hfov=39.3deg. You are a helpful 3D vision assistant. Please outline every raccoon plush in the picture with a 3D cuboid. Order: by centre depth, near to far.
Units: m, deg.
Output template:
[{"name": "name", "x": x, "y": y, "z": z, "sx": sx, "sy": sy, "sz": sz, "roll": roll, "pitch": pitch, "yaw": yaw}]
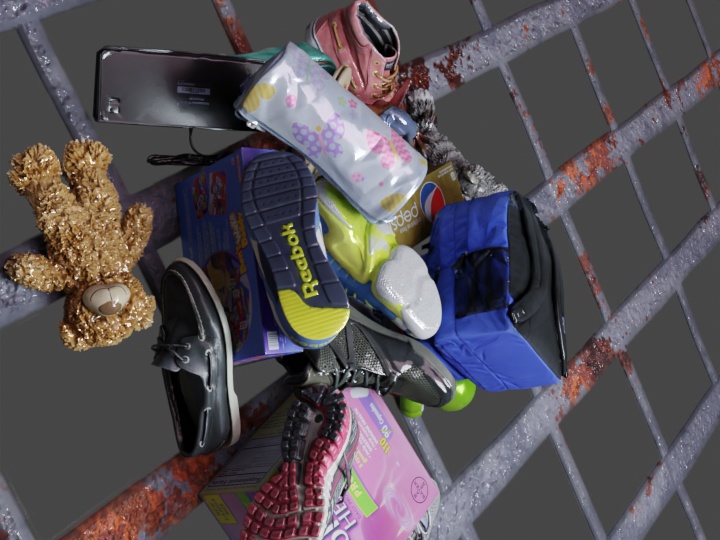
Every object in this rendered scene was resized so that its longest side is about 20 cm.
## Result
[{"name": "raccoon plush", "x": 0.112, "y": -0.157, "z": 1.297, "sx": 0.097, "sy": 0.134, "sz": 0.200, "roll": -2, "pitch": 81, "yaw": -45}]

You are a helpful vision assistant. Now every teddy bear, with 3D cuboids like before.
[{"name": "teddy bear", "x": -0.255, "y": -0.028, "z": 0.937, "sx": 0.145, "sy": 0.067, "sz": 0.200, "roll": 7, "pitch": 73, "yaw": -42}]

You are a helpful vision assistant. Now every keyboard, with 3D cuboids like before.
[{"name": "keyboard", "x": -0.177, "y": -0.162, "z": 1.049, "sx": 0.200, "sy": 0.021, "sz": 0.127, "roll": 0, "pitch": 101, "yaw": -29}]

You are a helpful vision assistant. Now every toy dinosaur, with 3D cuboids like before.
[{"name": "toy dinosaur", "x": 0.004, "y": -0.160, "z": 1.138, "sx": 0.181, "sy": 0.105, "sz": 0.200, "roll": 36, "pitch": 33, "yaw": -54}]

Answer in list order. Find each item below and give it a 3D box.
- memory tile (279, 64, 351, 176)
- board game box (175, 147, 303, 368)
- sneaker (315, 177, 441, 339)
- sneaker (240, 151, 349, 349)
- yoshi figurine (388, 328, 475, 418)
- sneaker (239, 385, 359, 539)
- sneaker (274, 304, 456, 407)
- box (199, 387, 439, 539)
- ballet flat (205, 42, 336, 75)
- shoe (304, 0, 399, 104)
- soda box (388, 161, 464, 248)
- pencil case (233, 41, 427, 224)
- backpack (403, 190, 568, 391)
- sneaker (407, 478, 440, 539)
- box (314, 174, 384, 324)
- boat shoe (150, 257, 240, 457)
[{"name": "memory tile", "x": -0.062, "y": -0.124, "z": 1.115, "sx": 0.017, "sy": 0.153, "sz": 0.200, "roll": 26, "pitch": 53, "yaw": 6}, {"name": "board game box", "x": -0.125, "y": -0.007, "z": 1.012, "sx": 0.045, "sy": 0.134, "sz": 0.200, "roll": -1, "pitch": 80, "yaw": -39}, {"name": "sneaker", "x": 0.000, "y": 0.000, "z": 1.068, "sx": 0.076, "sy": 0.105, "sz": 0.200, "roll": -27, "pitch": 81, "yaw": -47}, {"name": "sneaker", "x": -0.066, "y": -0.016, "z": 0.934, "sx": 0.074, "sy": 0.082, "sz": 0.200, "roll": -11, "pitch": 67, "yaw": -9}, {"name": "yoshi figurine", "x": 0.107, "y": 0.092, "z": 1.245, "sx": 0.112, "sy": 0.112, "sz": 0.200, "roll": 39, "pitch": 57, "yaw": -40}, {"name": "sneaker", "x": -0.045, "y": 0.210, "z": 0.939, "sx": 0.200, "sy": 0.080, "sz": 0.075, "roll": -67, "pitch": 147, "yaw": -27}, {"name": "sneaker", "x": -0.003, "y": 0.104, "z": 1.021, "sx": 0.199, "sy": 0.076, "sz": 0.114, "roll": 32, "pitch": 49, "yaw": -4}, {"name": "box", "x": -0.037, "y": 0.234, "z": 1.063, "sx": 0.200, "sy": 0.097, "sz": 0.176, "roll": -45, "pitch": 111, "yaw": -42}, {"name": "ballet flat", "x": -0.125, "y": -0.213, "z": 1.119, "sx": 0.200, "sy": 0.070, "sz": 0.067, "roll": -14, "pitch": 132, "yaw": -26}, {"name": "shoe", "x": 0.016, "y": -0.236, "z": 1.253, "sx": 0.200, "sy": 0.091, "sz": 0.071, "roll": 58, "pitch": 46, "yaw": -17}, {"name": "soda box", "x": 0.043, "y": -0.062, "z": 1.179, "sx": 0.200, "sy": 0.064, "sz": 0.068, "roll": -33, "pitch": 108, "yaw": -47}, {"name": "pencil case", "x": -0.028, "y": -0.134, "z": 0.998, "sx": 0.200, "sy": 0.083, "sz": 0.091, "roll": 38, "pitch": 60, "yaw": -15}, {"name": "backpack", "x": 0.136, "y": 0.015, "z": 1.134, "sx": 0.163, "sy": 0.168, "sz": 0.200, "roll": 49, "pitch": 40, "yaw": -50}, {"name": "sneaker", "x": 0.053, "y": 0.319, "z": 1.140, "sx": 0.075, "sy": 0.082, "sz": 0.200, "roll": 50, "pitch": 49, "yaw": -24}, {"name": "box", "x": -0.033, "y": 0.009, "z": 1.159, "sx": 0.160, "sy": 0.043, "sz": 0.200, "roll": 54, "pitch": 47, "yaw": -27}, {"name": "boat shoe", "x": -0.169, "y": 0.090, "z": 0.973, "sx": 0.066, "sy": 0.074, "sz": 0.200, "roll": -25, "pitch": 119, "yaw": -43}]
